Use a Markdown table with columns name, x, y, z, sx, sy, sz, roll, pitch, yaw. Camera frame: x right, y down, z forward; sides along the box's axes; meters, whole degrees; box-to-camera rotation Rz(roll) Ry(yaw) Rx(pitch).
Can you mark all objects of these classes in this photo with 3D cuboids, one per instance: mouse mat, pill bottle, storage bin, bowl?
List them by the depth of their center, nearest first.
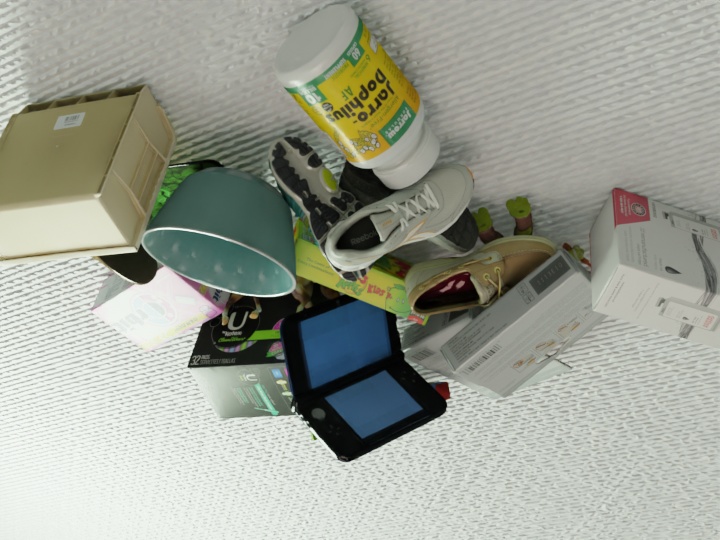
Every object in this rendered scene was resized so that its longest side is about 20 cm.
| name | x | y | z | sx | sy | sz | roll | pitch | yaw |
| --- | --- | --- | --- | --- | --- | --- | --- | --- | --- |
| pill bottle | 0.003 | -0.188 | 1.219 | 0.111 | 0.114 | 0.200 | -19 | 130 | 32 |
| storage bin | -0.349 | -0.120 | 1.324 | 0.196 | 0.201 | 0.094 | -6 | 139 | 21 |
| bowl | -0.162 | -0.055 | 1.340 | 0.197 | 0.107 | 0.201 | 13 | 161 | 4 |
| mouse mat | -0.241 | -0.098 | 1.427 | 0.196 | 0.008 | 0.161 | -5 | 157 | 21 |

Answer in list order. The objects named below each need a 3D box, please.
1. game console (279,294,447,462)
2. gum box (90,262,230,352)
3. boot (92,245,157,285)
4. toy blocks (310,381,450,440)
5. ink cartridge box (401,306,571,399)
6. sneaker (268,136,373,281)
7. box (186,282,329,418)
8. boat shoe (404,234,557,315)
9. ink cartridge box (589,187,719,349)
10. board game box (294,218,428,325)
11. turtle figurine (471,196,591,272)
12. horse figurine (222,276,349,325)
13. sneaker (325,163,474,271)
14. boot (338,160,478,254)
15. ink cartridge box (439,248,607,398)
| name | x | y | z | sx | sy | sz | roll | pitch | yaw |
| --- | --- | --- | --- | --- | --- | --- | --- | --- | --- |
| game console | 0.007 | 0.130 | 1.444 | 0.170 | 0.198 | 0.120 | 42 | 136 | 33 |
| gum box | -0.294 | 0.038 | 1.588 | 0.198 | 0.067 | 0.113 | -27 | 125 | 37 |
| boot | -0.364 | -0.046 | 1.501 | 0.199 | 0.074 | 0.076 | 40 | 145 | 0 |
| toy blocks | 0.040 | 0.202 | 1.579 | 0.197 | 0.102 | 0.136 | -10 | 180 | -33 |
| ink cartridge box | 0.175 | 0.110 | 1.520 | 0.171 | 0.044 | 0.199 | 25 | 152 | -19 |
| sneaker | -0.049 | -0.078 | 1.353 | 0.202 | 0.077 | 0.080 | 58 | 164 | -4 |
| box | -0.124 | 0.117 | 1.569 | 0.196 | 0.150 | 0.125 | -6 | 135 | 20 |
| boat shoe | 0.150 | 0.014 | 1.343 | 0.196 | 0.067 | 0.075 | -17 | 124 | 15 |
| ink cartridge box | 0.382 | 0.000 | 1.303 | 0.196 | 0.148 | 0.084 | 17 | 132 | -5 |
| board game box | 0.000 | 0.000 | 1.436 | 0.197 | 0.102 | 0.048 | 22 | 105 | -10 |
| turtle figurine | 0.193 | -0.013 | 1.403 | 0.196 | 0.065 | 0.162 | -8 | 135 | 23 |
| horse figurine | -0.116 | 0.022 | 1.498 | 0.196 | 0.134 | 0.050 | 5 | 136 | -11 |
| sneaker | 0.047 | -0.060 | 1.264 | 0.198 | 0.092 | 0.077 | -32 | 88 | 3 |
| boot | 0.048 | -0.062 | 1.381 | 0.198 | 0.068 | 0.131 | 32 | 143 | 5 |
| ink cartridge box | 0.217 | 0.072 | 1.374 | 0.199 | 0.044 | 0.173 | -40 | 150 | 12 |
